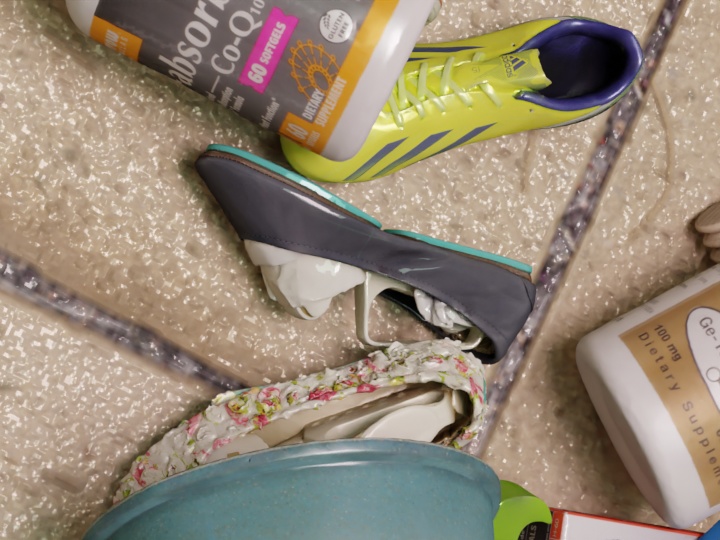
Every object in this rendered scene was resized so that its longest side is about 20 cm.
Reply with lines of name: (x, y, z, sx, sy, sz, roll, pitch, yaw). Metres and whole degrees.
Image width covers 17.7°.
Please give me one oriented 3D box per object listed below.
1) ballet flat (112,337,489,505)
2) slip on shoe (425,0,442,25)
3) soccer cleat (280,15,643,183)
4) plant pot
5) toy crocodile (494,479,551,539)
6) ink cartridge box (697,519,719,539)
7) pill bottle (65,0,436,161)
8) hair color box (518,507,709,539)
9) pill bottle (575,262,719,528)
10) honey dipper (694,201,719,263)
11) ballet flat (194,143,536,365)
ballet flat: (-0.026, 0.087, 1.130, 0.199, 0.064, 0.076, -25, 108, -9)
slip on shoe: (-0.025, -0.203, 1.156, 0.200, 0.074, 0.061, 47, 65, -14)
soccer cleat: (0.053, -0.093, 1.178, 0.199, 0.084, 0.065, -15, 90, -25)
plant pot: (-0.018, 0.206, 1.043, 0.199, 0.200, 0.197, 3, 61, -24)
toy crocodile: (0.056, 0.207, 1.187, 0.061, 0.067, 0.201, 7, 86, -25)
ink cartridge box: (0.238, 0.195, 1.131, 0.067, 0.200, 0.116, -38, 105, -20)
pill bottle: (-0.068, -0.143, 1.089, 0.199, 0.116, 0.117, 26, 78, -3)
hair color box: (0.173, 0.190, 1.245, 0.199, 0.061, 0.102, 11, 86, -23)
pill bottle: (0.224, 0.041, 1.212, 0.199, 0.114, 0.115, -28, 101, -3)
honey dipper: (0.246, 0.051, 1.294, 0.038, 0.038, 0.201, -34, 105, -21)
ballet flat: (0.000, 0.000, 1.165, 0.199, 0.073, 0.073, 21, 81, -25)
